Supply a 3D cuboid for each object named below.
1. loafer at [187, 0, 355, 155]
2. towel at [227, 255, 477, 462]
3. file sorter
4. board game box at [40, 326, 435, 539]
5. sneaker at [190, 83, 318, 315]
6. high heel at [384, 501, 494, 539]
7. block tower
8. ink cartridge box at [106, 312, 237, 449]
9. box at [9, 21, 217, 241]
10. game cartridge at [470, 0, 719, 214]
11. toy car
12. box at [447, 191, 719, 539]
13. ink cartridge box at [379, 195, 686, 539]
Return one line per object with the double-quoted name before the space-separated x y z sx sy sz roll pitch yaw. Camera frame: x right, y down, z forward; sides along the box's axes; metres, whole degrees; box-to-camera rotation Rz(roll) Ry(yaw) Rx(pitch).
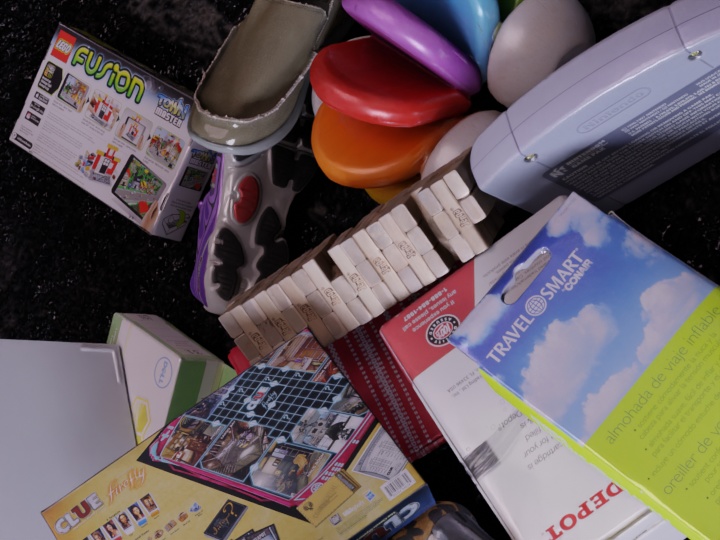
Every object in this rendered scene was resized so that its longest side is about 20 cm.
"loafer" -0.063 -0.160 1.219 0.075 0.070 0.200 16 50 14
"towel" 0.019 0.063 1.164 0.200 0.022 0.145 -31 60 4
"file sorter" -0.246 0.165 1.252 0.124 0.139 0.200 -39 55 45
"board game box" -0.074 0.143 1.050 0.200 0.035 0.136 -34 60 -7
"sneaker" -0.088 -0.066 1.284 0.083 0.081 0.200 6 77 59
"high heel" -0.005 0.209 1.030 0.200 0.072 0.143 -30 15 -11
"block tower" 0.000 0.000 1.114 0.200 0.058 0.054 -32 98 24
"ink cartridge box" -0.130 0.131 1.258 0.200 0.048 0.146 29 107 50
"box" -0.194 -0.113 1.399 0.200 0.035 0.110 32 100 38
"game cartridge" 0.170 -0.097 1.048 0.200 0.133 0.042 -32 55 28
"toy car" 0.039 -0.138 1.148 0.175 0.150 0.200 38 104 37
"box" 0.161 0.057 0.970 0.200 0.048 0.122 37 82 31
"ink cartridge box" 0.128 0.080 1.052 0.147 0.083 0.200 -36 59 5
